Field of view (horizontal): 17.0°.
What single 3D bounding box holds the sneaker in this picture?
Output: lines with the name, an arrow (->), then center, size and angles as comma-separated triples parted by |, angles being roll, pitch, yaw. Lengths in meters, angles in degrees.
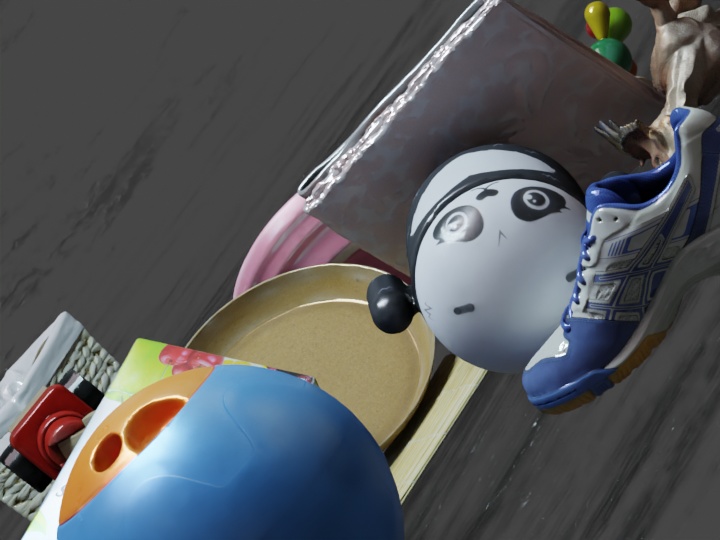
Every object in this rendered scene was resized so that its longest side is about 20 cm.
sneaker -> 0.148, -0.009, 1.349 | 0.200, 0.088, 0.075 | -48, 12, 17

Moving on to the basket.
basket -> -0.348, 0.166, 2.698 | 0.136, 0.123, 0.200 | -44, 13, 29

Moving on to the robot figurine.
robot figurine -> 0.089, -0.012, 1.492 | 0.150, 0.125, 0.200 | -62, 8, 12

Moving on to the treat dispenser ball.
treat dispenser ball -> -0.075, 0.154, 1.388 | 0.201, 0.201, 0.201 | -48, 11, 12

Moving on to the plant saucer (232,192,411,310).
plant saucer -> 0.000, 0.000, 1.793 | 0.200, 0.051, 0.201 | -29, -34, -22

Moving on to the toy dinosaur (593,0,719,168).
toy dinosaur -> 0.211, -0.129, 1.551 | 0.200, 0.086, 0.136 | -37, -42, -59

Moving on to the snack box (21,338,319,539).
snack box -> -0.123, 0.146, 1.570 | 0.142, 0.053, 0.200 | 11, 55, 26

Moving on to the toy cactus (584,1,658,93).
toy cactus -> 0.155, -0.125, 1.755 | 0.200, 0.102, 0.165 | -45, 18, -23

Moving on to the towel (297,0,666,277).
towel -> 0.086, -0.074, 1.596 | 0.200, 0.191, 0.032 | -46, 39, 18

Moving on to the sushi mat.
sushi mat -> 0.034, 0.118, 1.579 | 0.200, 0.012, 0.096 | -55, 10, -29

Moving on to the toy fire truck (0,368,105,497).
toy fire truck -> -0.174, 0.154, 1.875 | 0.129, 0.176, 0.200 | -51, 11, -7

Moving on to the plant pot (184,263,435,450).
plant pot -> -0.039, 0.079, 1.658 | 0.200, 0.027, 0.200 | -14, 44, 14
